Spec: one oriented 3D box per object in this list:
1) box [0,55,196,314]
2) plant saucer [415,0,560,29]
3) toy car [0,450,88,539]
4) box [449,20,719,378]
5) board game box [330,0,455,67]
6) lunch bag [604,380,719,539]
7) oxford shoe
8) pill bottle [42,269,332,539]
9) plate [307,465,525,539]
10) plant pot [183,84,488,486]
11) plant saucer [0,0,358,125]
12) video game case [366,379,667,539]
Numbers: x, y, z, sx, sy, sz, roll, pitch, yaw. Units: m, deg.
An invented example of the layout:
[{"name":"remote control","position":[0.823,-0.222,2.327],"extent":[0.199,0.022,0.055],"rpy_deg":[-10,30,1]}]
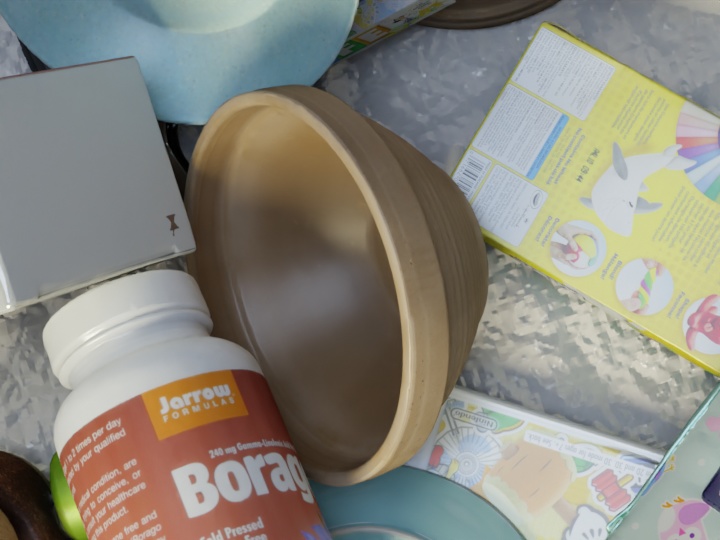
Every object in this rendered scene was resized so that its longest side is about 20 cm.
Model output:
[{"name":"box","position":[-0.213,-0.023,0.959],"extent":[0.200,0.152,0.107],"rpy_deg":[-17,92,31]},{"name":"plant saucer","position":[0.056,-0.231,1.034],"extent":[0.200,0.029,0.200],"rpy_deg":[-1,83,9]},{"name":"toy car","position":[-0.208,0.167,0.953],"extent":[0.164,0.200,0.158],"rpy_deg":[-17,81,8]},{"name":"box","position":[0.153,-0.030,0.987],"extent":[0.200,0.048,0.117],"rpy_deg":[31,90,14]},{"name":"board game box","position":[-0.047,-0.205,1.022],"extent":[0.134,0.034,0.200],"rpy_deg":[-26,78,21]},{"name":"lunch bag","position":[0.231,0.137,0.911],"extent":[0.200,0.122,0.170],"rpy_deg":[36,91,3]},{"name":"oxford shoe","position":[-0.134,-0.112,1.037],"extent":[0.084,0.073,0.200],"rpy_deg":[-23,93,5]},{"name":"pill bottle","position":[-0.085,0.106,0.946],"extent":[0.112,0.112,0.200],"rpy_deg":[-27,71,7]},{"name":"plate","position":[0.005,0.199,0.979],"extent":[0.200,0.026,0.201],"rpy_deg":[-1,84,10]},{"name":"plant pot","position":[0.000,0.000,0.965],"extent":[0.093,0.201,0.201],"rpy_deg":[-17,79,-32]},{"name":"plant saucer","position":[-0.094,-0.165,0.948],"extent":[0.201,0.039,0.201],"rpy_deg":[7,129,9]},{"name":"video game case","position":[0.090,0.167,0.990],"extent":[0.200,0.023,0.182],"rpy_deg":[17,88,11]}]
